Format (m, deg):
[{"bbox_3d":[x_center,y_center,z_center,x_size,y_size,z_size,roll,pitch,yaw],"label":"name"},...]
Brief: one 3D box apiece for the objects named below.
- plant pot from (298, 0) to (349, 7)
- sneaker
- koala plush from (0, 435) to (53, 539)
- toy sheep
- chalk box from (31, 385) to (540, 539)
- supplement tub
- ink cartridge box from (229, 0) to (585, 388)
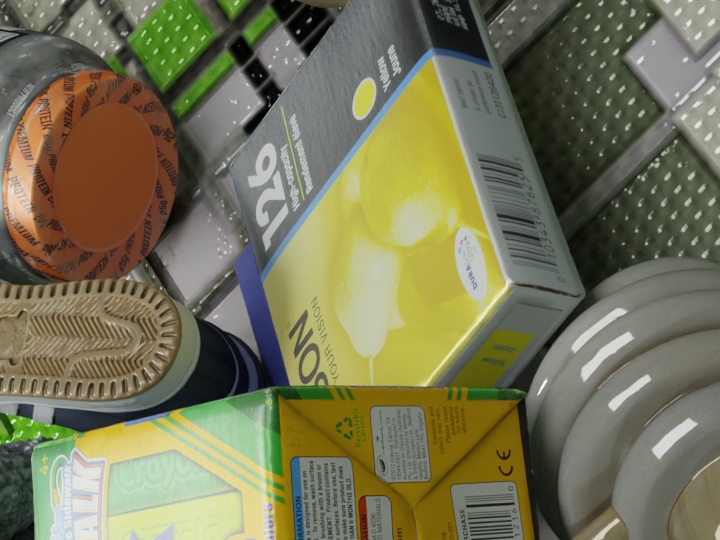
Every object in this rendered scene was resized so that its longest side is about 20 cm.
[{"bbox_3d":[-0.006,-0.218,1.216,0.177,0.200,0.200,-22,63,40],"label":"plant pot"},{"bbox_3d":[-0.135,0.040,1.253,0.200,0.108,0.070,7,76,33],"label":"sneaker"},{"bbox_3d":[-0.179,0.182,1.200,0.177,0.184,0.200,-13,76,7],"label":"koala plush"},{"bbox_3d":[0.120,0.061,1.071,0.138,0.138,0.200,-46,34,15],"label":"toy sheep"},{"bbox_3d":[-0.042,0.117,1.055,0.200,0.124,0.125,-17,75,49],"label":"chalk box"},{"bbox_3d":[-0.189,-0.057,1.328,0.200,0.122,0.123,14,84,37],"label":"supplement tub"},{"bbox_3d":[0.000,0.000,1.166,0.200,0.047,0.198,-51,40,33],"label":"ink cartridge box"}]
